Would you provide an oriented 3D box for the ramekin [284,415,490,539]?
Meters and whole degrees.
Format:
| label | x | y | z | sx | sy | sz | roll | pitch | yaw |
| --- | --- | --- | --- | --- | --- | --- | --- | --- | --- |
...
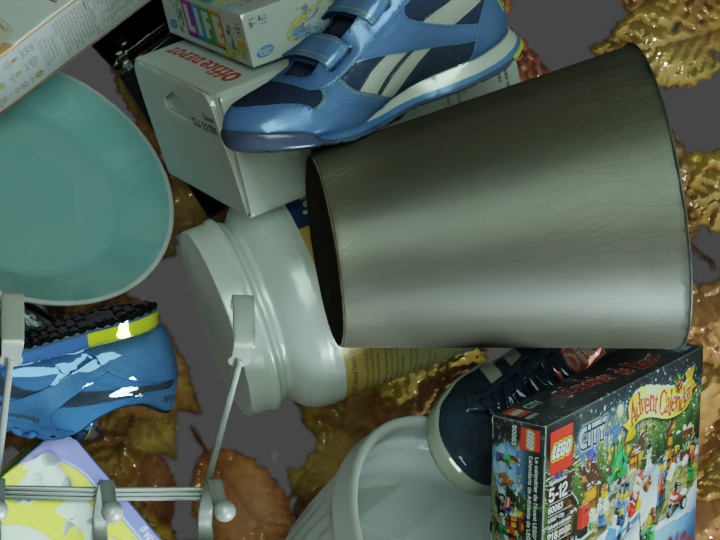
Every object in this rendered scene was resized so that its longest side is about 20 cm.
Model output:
| label | x | y | z | sx | sy | sz | roll | pitch | yaw |
| --- | --- | --- | --- | --- | --- | --- | --- | --- | --- |
| ramekin | 0.041 | 0.200 | 1.507 | 0.199 | 0.105 | 0.201 | 29 | 40 | -27 |

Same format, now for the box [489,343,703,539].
| label | x | y | z | sx | sy | sz | roll | pitch | yaw |
| --- | --- | --- | --- | --- | --- | --- | --- | --- | --- |
| box | 0.144 | 0.130 | 1.489 | 0.037 | 0.200 | 0.138 | 11 | 108 | 32 |

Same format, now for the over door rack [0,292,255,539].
| label | x | y | z | sx | sy | sz | roll | pitch | yaw |
| --- | --- | --- | --- | --- | --- | --- | --- | --- | --- |
| over door rack | -0.144 | 0.103 | 1.443 | 0.147 | 0.201 | 0.067 | 1 | 45 | -12 |

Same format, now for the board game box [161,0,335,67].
| label | x | y | z | sx | sy | sz | roll | pitch | yaw |
| --- | --- | --- | --- | --- | --- | --- | --- | --- | --- |
| board game box | -0.009 | -0.184 | 1.531 | 0.199 | 0.134 | 0.034 | -22 | 113 | -21 |

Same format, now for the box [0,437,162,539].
| label | x | y | z | sx | sy | sz | roll | pitch | yaw |
| --- | --- | --- | --- | --- | --- | --- | --- | --- | --- |
| box | -0.225 | 0.203 | 1.529 | 0.200 | 0.048 | 0.117 | -42 | 91 | -11 |

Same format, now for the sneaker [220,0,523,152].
| label | x | y | z | sx | sy | sz | roll | pitch | yaw |
| --- | --- | --- | --- | --- | --- | --- | --- | --- | --- |
| sneaker | -0.001 | -0.127 | 1.423 | 0.199 | 0.074 | 0.083 | -28 | 114 | -27 |

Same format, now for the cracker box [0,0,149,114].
| label | x | y | z | sx | sy | sz | roll | pitch | yaw |
| --- | --- | --- | --- | --- | --- | --- | --- | --- | --- |
| cracker box | -0.199 | -0.209 | 1.565 | 0.200 | 0.058 | 0.134 | -39 | 65 | -13 |

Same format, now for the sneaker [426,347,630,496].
| label | x | y | z | sx | sy | sz | roll | pitch | yaw |
| --- | --- | --- | --- | --- | --- | --- | --- | --- | --- |
| sneaker | 0.117 | 0.069 | 1.542 | 0.075 | 0.084 | 0.200 | 50 | 41 | 2 |

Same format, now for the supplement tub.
| label | x | y | z | sx | sy | sz | roll | pitch | yaw |
| --- | --- | --- | --- | --- | --- | --- | --- | --- | --- |
| supplement tub | 0.000 | 0.000 | 1.548 | 0.199 | 0.144 | 0.145 | -20 | 86 | -12 |

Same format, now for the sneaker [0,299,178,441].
| label | x | y | z | sx | sy | sz | roll | pitch | yaw |
| --- | --- | --- | --- | --- | --- | --- | --- | --- | --- |
| sneaker | -0.207 | 0.077 | 1.487 | 0.199 | 0.066 | 0.079 | -13 | 105 | -8 |

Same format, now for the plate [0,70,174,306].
| label | x | y | z | sx | sy | sz | roll | pitch | yaw |
| --- | --- | --- | --- | --- | --- | --- | --- | --- | --- |
| plate | -0.213 | -0.052 | 1.542 | 0.199 | 0.026 | 0.201 | 17 | 47 | -18 |

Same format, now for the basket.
| label | x | y | z | sx | sy | sz | roll | pitch | yaw |
| --- | --- | --- | --- | --- | --- | --- | --- | --- | --- |
| basket | 0.075 | -0.026 | 1.427 | 0.198 | 0.136 | 0.182 | -10 | 92 | -7 |

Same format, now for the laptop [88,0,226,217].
| label | x | y | z | sx | sy | sz | roll | pitch | yaw |
| --- | --- | --- | --- | --- | --- | --- | --- | --- | --- |
| laptop | -0.099 | -0.175 | 1.625 | 0.177 | 0.103 | 0.200 | -38 | 64 | -13 |

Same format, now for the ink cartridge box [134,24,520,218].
| label | x | y | z | sx | sy | sz | roll | pitch | yaw |
| --- | --- | --- | --- | --- | --- | --- | --- | --- | --- |
| ink cartridge box | -0.021 | -0.117 | 1.537 | 0.199 | 0.144 | 0.084 | -22 | 112 | -19 |

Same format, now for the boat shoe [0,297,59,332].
| label | x | y | z | sx | sy | sz | roll | pitch | yaw |
| --- | --- | --- | --- | --- | --- | --- | --- | --- | --- |
| boat shoe | -0.245 | 0.010 | 1.535 | 0.200 | 0.072 | 0.068 | 39 | 92 | -5 |
